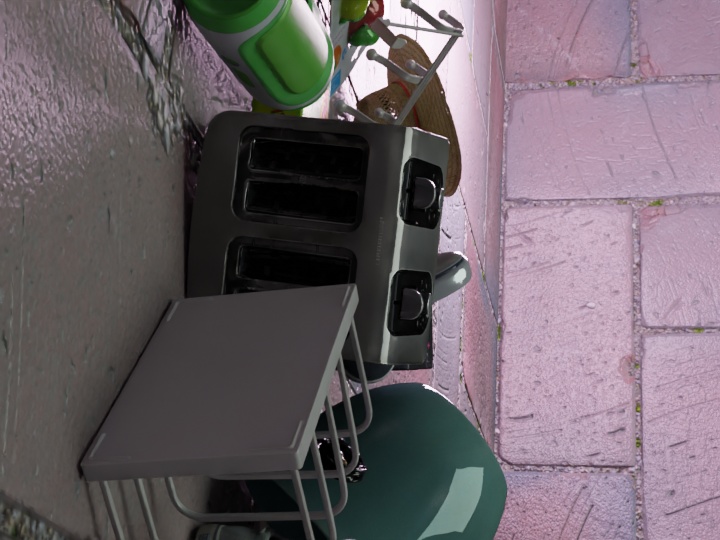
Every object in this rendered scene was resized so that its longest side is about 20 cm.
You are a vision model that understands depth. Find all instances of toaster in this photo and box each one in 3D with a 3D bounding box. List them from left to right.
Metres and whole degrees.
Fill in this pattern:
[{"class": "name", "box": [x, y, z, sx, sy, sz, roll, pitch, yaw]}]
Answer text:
[{"class": "toaster", "box": [-0.037, -0.029, 1.067, 0.119, 0.197, 0.183, 7, 90, -76]}]

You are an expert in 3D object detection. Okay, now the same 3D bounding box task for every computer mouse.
[{"class": "computer mouse", "box": [-0.047, 0.110, 1.080, 0.200, 0.058, 0.034, 33, -75, 54]}]

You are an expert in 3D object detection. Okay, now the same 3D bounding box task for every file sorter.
[{"class": "file sorter", "box": [-0.075, 0.115, 0.926, 0.201, 0.137, 0.126, -71, 153, -59]}]

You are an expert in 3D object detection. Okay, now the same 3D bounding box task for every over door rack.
[{"class": "over door rack", "box": [0.020, -0.207, 1.449, 0.148, 0.066, 0.200, -56, 166, 24]}]

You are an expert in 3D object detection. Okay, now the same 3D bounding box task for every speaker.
[{"class": "speaker", "box": [-0.077, -0.193, 1.096, 0.200, 0.087, 0.090, 49, 42, -73]}]

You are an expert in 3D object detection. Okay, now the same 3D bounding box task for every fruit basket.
[{"class": "fruit basket", "box": [0.010, -0.301, 1.477, 0.201, 0.093, 0.186, 90, 23, -43]}]

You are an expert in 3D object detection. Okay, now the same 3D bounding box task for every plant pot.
[{"class": "plant pot", "box": [0.025, 0.190, 1.152, 0.160, 0.200, 0.202, -38, 144, -18]}]

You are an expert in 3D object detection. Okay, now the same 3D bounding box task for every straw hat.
[{"class": "straw hat", "box": [0.037, -0.169, 1.638, 0.202, 0.084, 0.202, 56, -22, 36]}]

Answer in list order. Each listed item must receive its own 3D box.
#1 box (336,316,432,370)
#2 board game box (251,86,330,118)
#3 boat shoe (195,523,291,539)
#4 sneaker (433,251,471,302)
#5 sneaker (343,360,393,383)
[{"class": "box", "box": [-0.004, -0.005, 1.334, 0.115, 0.130, 0.203, 15, 75, -75]}, {"class": "board game box", "box": [-0.065, -0.104, 1.242, 0.102, 0.047, 0.202, 65, 27, -66]}, {"class": "boat shoe", "box": [-0.075, 0.245, 1.110, 0.201, 0.071, 0.071, 60, 31, -68]}, {"class": "sneaker", "box": [-0.009, 0.004, 1.150, 0.073, 0.198, 0.072, -81, 158, -73]}, {"class": "sneaker", "box": [0.000, 0.000, 1.222, 0.079, 0.077, 0.203, 168, -85, -76]}]
